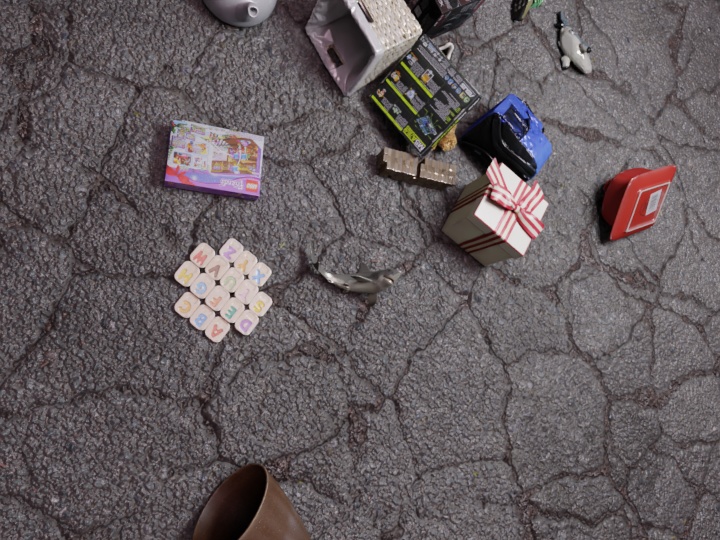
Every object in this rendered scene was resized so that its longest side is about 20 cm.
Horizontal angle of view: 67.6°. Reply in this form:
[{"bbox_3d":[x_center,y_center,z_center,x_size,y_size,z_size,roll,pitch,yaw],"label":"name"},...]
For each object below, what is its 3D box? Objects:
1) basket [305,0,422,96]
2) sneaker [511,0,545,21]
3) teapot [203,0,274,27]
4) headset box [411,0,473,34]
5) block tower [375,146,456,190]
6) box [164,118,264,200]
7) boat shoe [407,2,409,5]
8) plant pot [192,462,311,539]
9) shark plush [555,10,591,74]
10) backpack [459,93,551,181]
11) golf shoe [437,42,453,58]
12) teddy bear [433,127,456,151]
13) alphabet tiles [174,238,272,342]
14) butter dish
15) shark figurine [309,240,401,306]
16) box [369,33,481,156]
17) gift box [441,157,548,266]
[{"bbox_3d":[0.005,-0.559,1.250,0.160,0.200,0.200,-34,93,-24],"label":"basket"},{"bbox_3d":[0.506,-0.793,1.558,0.088,0.077,0.202,31,73,-22],"label":"sneaker"},{"bbox_3d":[-0.265,-0.662,1.189,0.199,0.146,0.199,38,70,-10],"label":"teapot"},{"bbox_3d":[0.230,-0.681,1.385,0.198,0.149,0.078,-30,93,-23],"label":"headset box"},{"bbox_3d":[0.138,-0.248,1.327,0.197,0.058,0.055,10,78,-18],"label":"block tower"},{"bbox_3d":[-0.312,-0.236,1.156,0.197,0.039,0.140,7,78,-20],"label":"box"},{"bbox_3d":[0.053,-0.708,1.368,0.197,0.059,0.073,-11,86,-23],"label":"boat shoe"},{"bbox_3d":[-0.182,0.509,1.022,0.187,0.186,0.201,-49,113,-21],"label":"plant pot"},{"bbox_3d":[0.625,-0.676,1.606,0.082,0.091,0.202,-8,63,-41],"label":"shark plush"},{"bbox_3d":[0.395,-0.334,1.385,0.200,0.162,0.168,48,65,-6],"label":"backpack"},{"bbox_3d":[0.164,-0.501,1.363,0.077,0.088,0.202,37,72,-13],"label":"golf shoe"},{"bbox_3d":[0.200,-0.395,1.330,0.143,0.067,0.203,18,109,-6],"label":"teddy bear"},{"bbox_3d":[-0.287,0.039,1.134,0.199,0.015,0.197,41,70,-11],"label":"alphabet tiles"},{"bbox_3d":[0.756,-0.212,1.524,0.197,0.148,0.203,-16,129,-22],"label":"butter dish"},{"bbox_3d":[-0.019,0.005,1.226,0.211,0.129,0.091,12,50,-1],"label":"shark figurine"},{"bbox_3d":[0.152,-0.412,1.276,0.201,0.193,0.047,50,24,9],"label":"box"},{"bbox_3d":[0.332,-0.148,1.316,0.183,0.186,0.202,32,72,-14],"label":"gift box"}]
